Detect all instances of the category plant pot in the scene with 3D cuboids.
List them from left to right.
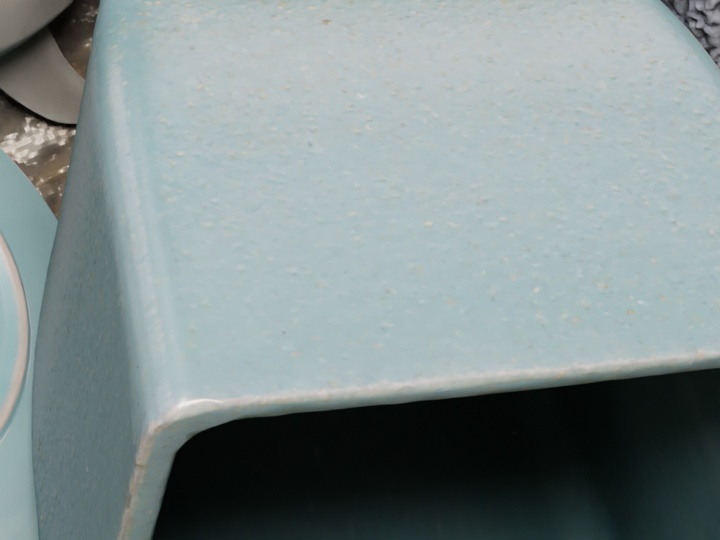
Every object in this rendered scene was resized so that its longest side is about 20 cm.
[{"bbox_3d":[0.000,0.000,0.745,0.196,0.196,0.201,-5,57,-18],"label":"plant pot"}]

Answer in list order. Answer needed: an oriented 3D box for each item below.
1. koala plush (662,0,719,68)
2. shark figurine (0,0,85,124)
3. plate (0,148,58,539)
[{"bbox_3d":[0.029,-0.151,0.862,0.199,0.184,0.178,-1,61,6],"label":"koala plush"},{"bbox_3d":[-0.094,-0.136,0.836,0.128,0.089,0.215,31,69,-29],"label":"shark figurine"},{"bbox_3d":[-0.168,0.014,0.780,0.200,0.026,0.201,13,59,-23],"label":"plate"}]
